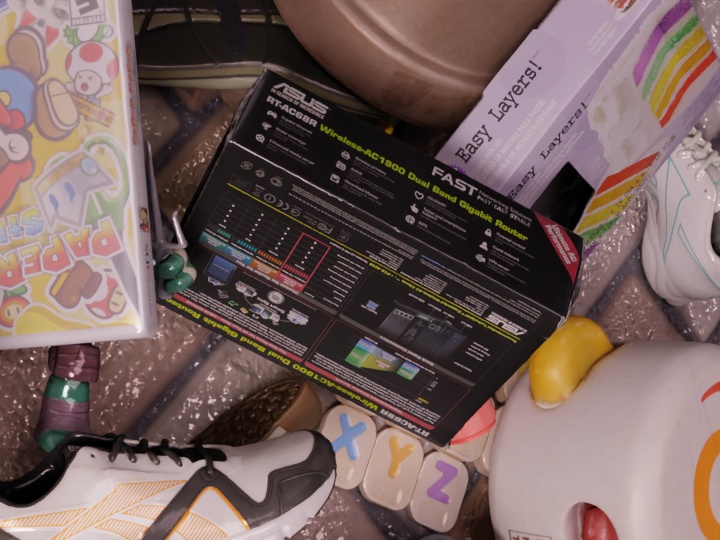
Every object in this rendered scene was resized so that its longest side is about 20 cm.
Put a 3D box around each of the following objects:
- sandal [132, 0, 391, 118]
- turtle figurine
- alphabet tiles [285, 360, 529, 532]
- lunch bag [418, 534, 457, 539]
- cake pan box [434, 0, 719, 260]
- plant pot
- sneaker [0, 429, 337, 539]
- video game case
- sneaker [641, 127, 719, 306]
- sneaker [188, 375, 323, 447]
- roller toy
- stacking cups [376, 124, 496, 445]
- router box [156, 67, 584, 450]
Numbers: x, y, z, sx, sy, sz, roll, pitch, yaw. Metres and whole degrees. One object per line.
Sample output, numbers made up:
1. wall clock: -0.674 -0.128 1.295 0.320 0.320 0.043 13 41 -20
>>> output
1. sandal: -0.068 -0.124 0.821 0.200 0.057 0.080 5 56 -19
2. turtle figurine: -0.155 -0.011 0.723 0.149 0.101 0.201 17 89 4
3. alphabet tiles: 0.045 0.060 0.903 0.200 0.015 0.196 29 70 -28
4. lunch bag: 0.056 0.280 0.853 0.161 0.082 0.201 -33 103 -26
5. cake pan box: 0.130 -0.081 0.843 0.200 0.052 0.184 -51 151 4
6. plant pot: 0.065 -0.209 0.805 0.200 0.175 0.201 18 52 -25
7. sneaker: -0.104 0.112 0.690 0.199 0.074 0.080 -18 100 -22
8. video game case: -0.200 -0.051 0.666 0.023 0.199 0.183 2 83 -79
9. sneaker: 0.233 -0.074 1.002 0.070 0.080 0.201 -24 98 -31
10. sneaker: -0.083 0.156 0.782 0.200 0.067 0.090 -43 113 -25
11. roller toy: 0.174 0.136 0.902 0.200 0.139 0.183 27 70 -43
12. stacking cups: 0.026 0.014 0.856 0.060 0.060 0.201 -29 105 -32
13. router box: 0.000 0.000 0.758 0.199 0.150 0.062 28 48 -7
